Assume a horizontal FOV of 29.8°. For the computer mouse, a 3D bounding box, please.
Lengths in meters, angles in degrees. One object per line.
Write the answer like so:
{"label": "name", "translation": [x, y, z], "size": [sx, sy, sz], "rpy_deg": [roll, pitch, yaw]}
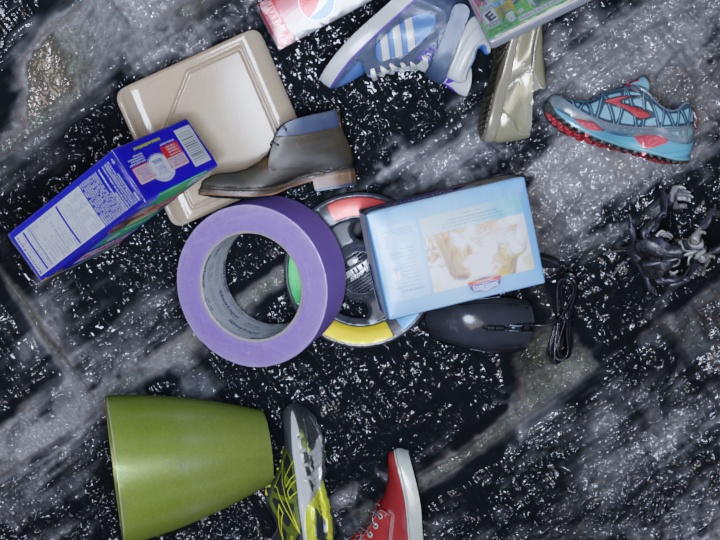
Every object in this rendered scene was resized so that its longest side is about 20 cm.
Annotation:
{"label": "computer mouse", "translation": [0.186, 0.043, 1.729], "size": [0.197, 0.046, 0.143], "rpy_deg": [10, 102, -1]}

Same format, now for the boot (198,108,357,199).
{"label": "boot", "translation": [-0.105, -0.141, 1.660], "size": [0.197, 0.075, 0.099], "rpy_deg": [-7, 94, -14]}

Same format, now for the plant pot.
{"label": "plant pot", "translation": [-0.215, 0.239, 1.723], "size": [0.197, 0.187, 0.190], "rpy_deg": [-8, 102, -13]}

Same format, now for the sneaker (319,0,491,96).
{"label": "sneaker", "translation": [0.065, -0.253, 1.652], "size": [0.200, 0.081, 0.147], "rpy_deg": [-42, 94, 3]}

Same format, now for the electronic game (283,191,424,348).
{"label": "electronic game", "translation": [0.000, 0.000, 1.726], "size": [0.196, 0.042, 0.204], "rpy_deg": [0, 102, 1]}

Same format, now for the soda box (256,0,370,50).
{"label": "soda box", "translation": [-0.026, -0.342, 1.641], "size": [0.198, 0.070, 0.064], "rpy_deg": [-27, 101, 6]}

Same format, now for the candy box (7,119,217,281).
{"label": "candy box", "translation": [-0.294, -0.083, 1.615], "size": [0.199, 0.169, 0.078], "rpy_deg": [-32, 93, 31]}

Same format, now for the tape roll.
{"label": "tape roll", "translation": [-0.123, 0.012, 1.685], "size": [0.197, 0.085, 0.204], "rpy_deg": [3, 101, 16]}

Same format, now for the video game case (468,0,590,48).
{"label": "video game case", "translation": [0.208, -0.386, 1.613], "size": [0.198, 0.022, 0.184], "rpy_deg": [-25, 72, 6]}

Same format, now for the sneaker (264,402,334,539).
{"label": "sneaker", "translation": [-0.091, 0.275, 1.767], "size": [0.083, 0.074, 0.204], "rpy_deg": [-6, 91, 23]}

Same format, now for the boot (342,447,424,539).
{"label": "boot", "translation": [0.013, 0.334, 1.781], "size": [0.142, 0.073, 0.203], "rpy_deg": [-4, 105, 3]}

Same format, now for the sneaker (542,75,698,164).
{"label": "sneaker", "translation": [0.321, -0.196, 1.674], "size": [0.197, 0.079, 0.097], "rpy_deg": [14, 92, -11]}

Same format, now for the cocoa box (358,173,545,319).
{"label": "cocoa box", "translation": [0.107, -0.031, 1.642], "size": [0.197, 0.131, 0.136], "rpy_deg": [-13, 95, -3]}

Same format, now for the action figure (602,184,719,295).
{"label": "action figure", "translation": [0.408, -0.038, 1.687], "size": [0.197, 0.102, 0.120], "rpy_deg": [-9, 112, 29]}

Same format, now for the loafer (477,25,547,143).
{"label": "loafer", "translation": [0.197, -0.251, 1.658], "size": [0.067, 0.076, 0.203], "rpy_deg": [13, 99, -13]}

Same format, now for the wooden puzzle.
{"label": "wooden puzzle", "translation": [-0.181, -0.178, 1.698], "size": [0.198, 0.037, 0.187], "rpy_deg": [-24, 101, 0]}
